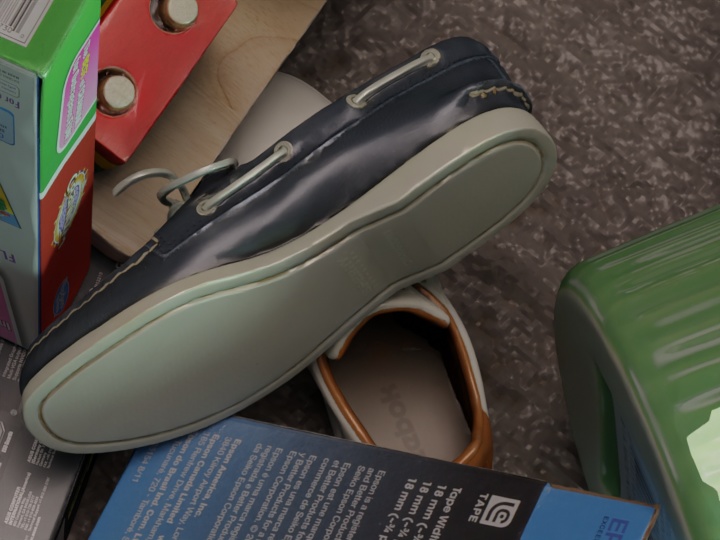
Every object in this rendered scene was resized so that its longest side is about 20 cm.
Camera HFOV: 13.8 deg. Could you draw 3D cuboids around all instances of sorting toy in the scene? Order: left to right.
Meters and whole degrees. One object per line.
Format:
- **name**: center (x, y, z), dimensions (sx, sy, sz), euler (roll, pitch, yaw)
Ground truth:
- **sorting toy**: center (-0.092, -0.142, 1.018), dimensions (0.200, 0.070, 0.199), euler (39, 74, -14)

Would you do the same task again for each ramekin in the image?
- **ramekin**: center (0.137, 0.071, 0.989), dimensions (0.097, 0.200, 0.201), euler (-18, 68, -5)

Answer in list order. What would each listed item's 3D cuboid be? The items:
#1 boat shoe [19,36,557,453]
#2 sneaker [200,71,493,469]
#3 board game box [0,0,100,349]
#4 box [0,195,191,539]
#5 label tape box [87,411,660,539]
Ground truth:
- **boat shoe**: center (-0.032, -0.011, 0.995), dimensions (0.200, 0.075, 0.062), euler (-34, 55, 3)
- **sneaker**: center (0.000, 0.000, 1.065), dimensions (0.073, 0.085, 0.201), euler (-22, 68, -13)
- **board game box**: center (-0.160, -0.059, 0.953), dimensions (0.153, 0.200, 0.040), euler (25, 64, 5)
- **box**: center (-0.161, 0.020, 1.056), dimensions (0.157, 0.051, 0.201), euler (17, 65, 1)
- **label tape box**: center (-0.006, 0.132, 0.966), dimensions (0.199, 0.063, 0.145), euler (10, 61, 33)
